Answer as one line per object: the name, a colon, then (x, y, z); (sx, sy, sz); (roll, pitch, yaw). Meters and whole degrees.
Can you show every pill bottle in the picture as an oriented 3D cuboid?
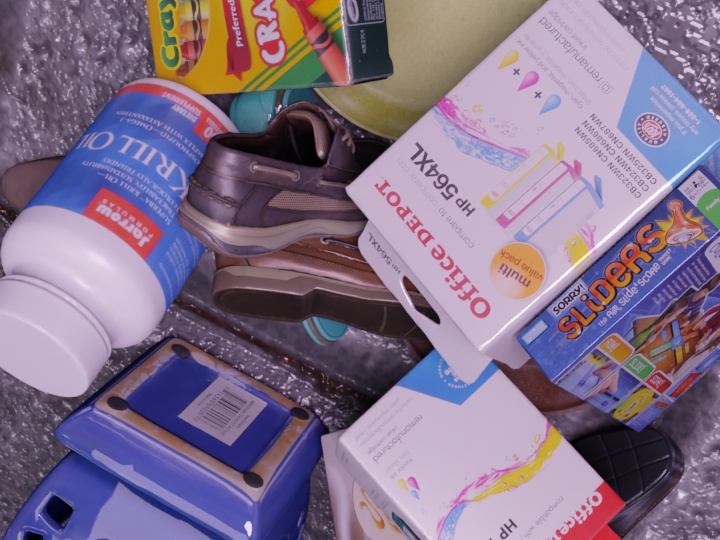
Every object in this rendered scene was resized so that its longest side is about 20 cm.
pill bottle: (-0.161, -0.022, 0.702); (0.111, 0.201, 0.113); (17, 144, 13)

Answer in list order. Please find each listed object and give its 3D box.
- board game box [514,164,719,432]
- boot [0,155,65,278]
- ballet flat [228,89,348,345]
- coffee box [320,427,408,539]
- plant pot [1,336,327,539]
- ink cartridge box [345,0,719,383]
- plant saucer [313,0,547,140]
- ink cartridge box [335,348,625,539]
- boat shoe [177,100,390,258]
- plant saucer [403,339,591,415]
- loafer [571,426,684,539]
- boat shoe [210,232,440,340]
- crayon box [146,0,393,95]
board game box: (0.183, 0.028, 0.643); (0.135, 0.200, 0.035); (-43, 60, 9)
boot: (-0.223, -0.023, 0.819); (0.198, 0.146, 0.071); (13, 120, 16)
ballet flat: (-0.055, -0.043, 0.797); (0.070, 0.067, 0.202); (2, 111, 34)
coffee box: (0.050, 0.210, 0.802); (0.114, 0.079, 0.202); (-20, 69, 29)
plant pot: (-0.144, 0.179, 0.860); (0.199, 0.200, 0.181); (27, 113, 8)
ink cartridge box: (0.098, -0.039, 0.640); (0.200, 0.125, 0.129); (-42, 72, 7)
plant saucer: (0.040, -0.184, 0.710); (0.198, 0.031, 0.202); (9, 116, 19)
ink cartridge box: (0.090, 0.154, 0.722); (0.200, 0.116, 0.067); (46, 164, 11)
boat shoe: (-0.030, -0.064, 0.690); (0.074, 0.199, 0.074); (30, 120, 23)
plant saucer: (0.116, 0.007, 0.766); (0.198, 0.037, 0.202); (8, 115, 18)
loafer: (0.170, 0.182, 0.815); (0.072, 0.073, 0.200); (24, 133, -29)
boat shoe: (0.000, 0.000, 0.734); (0.198, 0.069, 0.072); (10, 155, -13)
crayon box: (-0.078, -0.182, 0.711); (0.198, 0.051, 0.128); (3, 105, 36)
